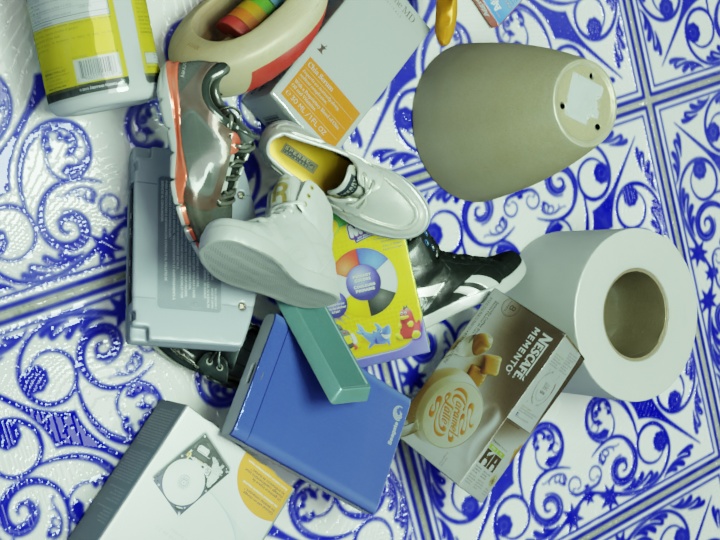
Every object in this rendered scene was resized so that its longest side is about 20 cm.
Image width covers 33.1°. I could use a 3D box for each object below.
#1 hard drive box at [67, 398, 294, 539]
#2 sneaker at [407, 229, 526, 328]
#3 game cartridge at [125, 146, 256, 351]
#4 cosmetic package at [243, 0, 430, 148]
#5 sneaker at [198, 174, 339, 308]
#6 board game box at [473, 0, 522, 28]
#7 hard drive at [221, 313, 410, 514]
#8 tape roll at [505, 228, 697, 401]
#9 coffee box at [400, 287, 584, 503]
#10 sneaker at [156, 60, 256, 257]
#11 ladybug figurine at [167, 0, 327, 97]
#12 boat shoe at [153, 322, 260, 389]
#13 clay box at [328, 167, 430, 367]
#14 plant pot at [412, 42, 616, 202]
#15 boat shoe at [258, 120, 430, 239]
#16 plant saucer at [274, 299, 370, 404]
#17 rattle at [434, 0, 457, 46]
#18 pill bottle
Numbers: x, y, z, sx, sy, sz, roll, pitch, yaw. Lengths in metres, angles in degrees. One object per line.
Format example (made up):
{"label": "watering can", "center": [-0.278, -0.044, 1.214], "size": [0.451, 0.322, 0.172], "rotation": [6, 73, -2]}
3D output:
{"label": "hard drive box", "center": [-0.185, 0.258, 1.210], "size": [0.156, 0.076, 0.201], "rotation": [41, 70, -24]}
{"label": "sneaker", "center": [0.102, -0.012, 1.388], "size": [0.198, 0.073, 0.113], "rotation": [-25, 104, -28]}
{"label": "game cartridge", "center": [-0.167, -0.020, 1.210], "size": [0.131, 0.040, 0.203], "rotation": [5, 71, -20]}
{"label": "cosmetic package", "center": [-0.024, -0.223, 1.313], "size": [0.101, 0.071, 0.201], "rotation": [44, 68, -23]}
{"label": "sneaker", "center": [-0.089, -0.043, 1.169], "size": [0.199, 0.073, 0.117], "rotation": [29, 54, -57]}
{"label": "board game box", "center": [0.136, -0.402, 1.442], "size": [0.103, 0.019, 0.201], "rotation": [-47, 113, -24]}
{"label": "hard drive", "center": [-0.041, 0.151, 1.255], "size": [0.199, 0.025, 0.134], "rotation": [34, 64, -31]}
{"label": "tape roll", "center": [0.289, 0.052, 1.466], "size": [0.200, 0.138, 0.206], "rotation": [1, 89, -32]}
{"label": "coffee box", "center": [0.143, 0.138, 1.352], "size": [0.201, 0.114, 0.080], "rotation": [-53, 143, -3]}
{"label": "sneaker", "center": [-0.137, -0.103, 1.153], "size": [0.081, 0.077, 0.203], "rotation": [-9, 101, 6]}
{"label": "ladybug figurine", "center": [-0.107, -0.244, 1.237], "size": [0.200, 0.135, 0.072], "rotation": [-42, 138, -22]}
{"label": "boat shoe", "center": [-0.130, 0.084, 1.250], "size": [0.198, 0.066, 0.075], "rotation": [34, 74, -27]}
{"label": "clay box", "center": [0.000, 0.000, 1.312], "size": [0.113, 0.048, 0.203], "rotation": [-13, 99, 3]}
{"label": "plant pot", "center": [0.188, -0.178, 1.369], "size": [0.185, 0.199, 0.191], "rotation": [0, 89, -31]}
{"label": "boat shoe", "center": [-0.014, -0.088, 1.234], "size": [0.198, 0.070, 0.071], "rotation": [31, 98, -12]}
{"label": "plant saucer", "center": [-0.053, 0.047, 1.250], "size": [0.070, 0.019, 0.202], "rotation": [4, 52, -57]}
{"label": "rattle", "center": [0.030, -0.356, 1.324], "size": [0.198, 0.130, 0.144], "rotation": [26, 90, -24]}
{"label": "pill bottle", "center": [-0.259, -0.254, 1.145], "size": [0.111, 0.111, 0.203], "rotation": [-14, 97, -30]}
